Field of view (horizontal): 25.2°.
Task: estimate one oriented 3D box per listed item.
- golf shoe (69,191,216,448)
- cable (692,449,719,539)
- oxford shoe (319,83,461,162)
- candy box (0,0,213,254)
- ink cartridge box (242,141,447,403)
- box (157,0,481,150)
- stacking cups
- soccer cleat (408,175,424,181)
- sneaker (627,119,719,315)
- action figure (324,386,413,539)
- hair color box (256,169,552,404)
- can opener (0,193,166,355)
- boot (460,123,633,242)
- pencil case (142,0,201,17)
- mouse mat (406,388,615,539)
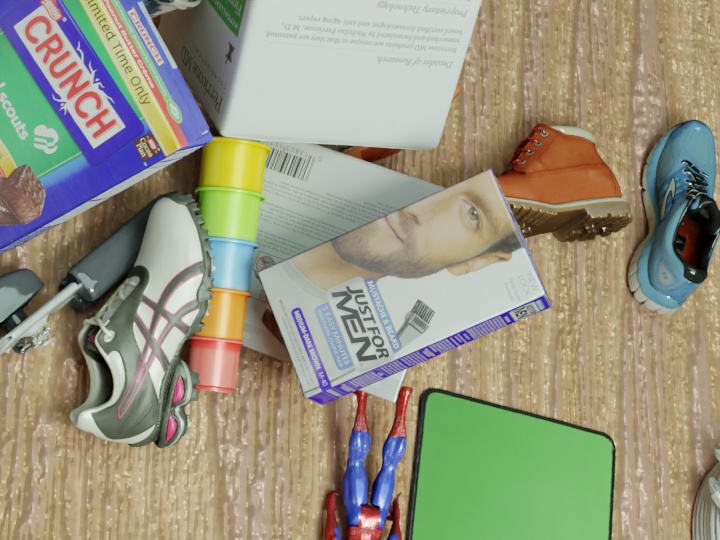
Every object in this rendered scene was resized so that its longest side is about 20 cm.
[{"bbox_3d":[-0.165,0.035,1.232,0.088,0.077,0.200,8,86,-31],"label":"golf shoe"},{"bbox_3d":[0.398,0.249,1.471,0.200,0.069,0.200,-8,77,-29],"label":"cable"},{"bbox_3d":[0.006,-0.133,1.412,0.200,0.071,0.073,-32,83,-31],"label":"oxford shoe"},{"bbox_3d":[-0.239,-0.124,1.200,0.169,0.200,0.077,62,17,-4],"label":"candy box"},{"bbox_3d":[-0.027,-0.006,1.312,0.200,0.045,0.176,20,86,14],"label":"ink cartridge box"},{"bbox_3d":[-0.036,-0.220,1.317,0.200,0.171,0.199,0,31,-26],"label":"box"},{"bbox_3d":[-0.113,-0.004,1.277,0.060,0.060,0.200,11,82,-23],"label":"stacking cups"},{"bbox_3d":[0.000,0.000,1.371,0.086,0.070,0.200,25,63,9],"label":"soccer cleat"},{"bbox_3d":[0.317,-0.057,1.525,0.078,0.090,0.200,21,63,-19],"label":"sneaker"},{"bbox_3d":[0.005,0.193,1.307,0.065,0.052,0.200,12,72,-16],"label":"action figure"},{"bbox_3d":[0.034,0.014,1.242,0.200,0.065,0.109,-24,76,5],"label":"hair color box"},{"bbox_3d":[-0.220,0.000,1.260,0.200,0.053,0.066,-38,91,-32],"label":"can opener"},{"bbox_3d":[0.151,-0.083,1.468,0.200,0.075,0.107,-2,70,-36],"label":"boot"},{"bbox_3d":[-0.229,-0.214,1.260,0.200,0.089,0.078,-16,79,14],"label":"pencil case"},{"bbox_3d":[0.134,0.197,1.393,0.200,0.008,0.161,17,66,-22],"label":"mouse mat"}]
